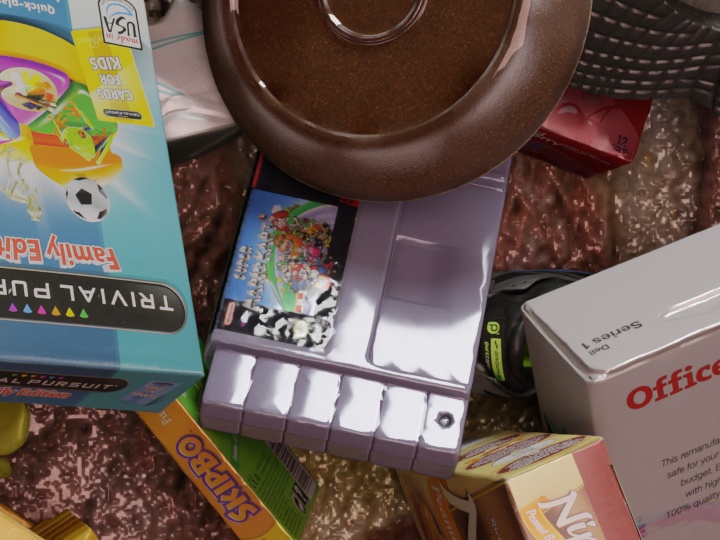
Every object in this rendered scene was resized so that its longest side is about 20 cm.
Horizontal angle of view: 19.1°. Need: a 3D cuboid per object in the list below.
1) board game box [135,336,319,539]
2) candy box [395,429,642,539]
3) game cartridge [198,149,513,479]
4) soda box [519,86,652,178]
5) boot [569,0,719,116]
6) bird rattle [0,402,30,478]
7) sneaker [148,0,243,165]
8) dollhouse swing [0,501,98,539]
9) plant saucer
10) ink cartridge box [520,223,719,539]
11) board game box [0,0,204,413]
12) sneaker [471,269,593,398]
[{"bbox_3d":[-0.095,0.051,1.057,0.030,0.096,0.200,-35,97,11],"label":"board game box"},{"bbox_3d":[0.083,0.140,1.040,0.055,0.200,0.115,-22,92,-13],"label":"candy box"},{"bbox_3d":[0.000,0.000,1.054,0.130,0.038,0.200,14,55,-3],"label":"game cartridge"},{"bbox_3d":[0.051,-0.113,1.109,0.200,0.070,0.063,20,81,-11],"label":"soda box"},{"bbox_3d":[0.150,-0.141,1.091,0.200,0.131,0.068,18,124,-13],"label":"boot"},{"bbox_3d":[-0.239,0.019,1.002,0.200,0.163,0.113,14,67,-21],"label":"bird rattle"},{"bbox_3d":[-0.157,-0.081,1.069,0.200,0.070,0.080,-16,84,-19],"label":"sneaker"},{"bbox_3d":[-0.243,0.104,0.969,0.182,0.200,0.176,-34,94,-12],"label":"dollhouse swing"},{"bbox_3d":[0.010,-0.133,1.021,0.200,0.032,0.200,-2,85,21],"label":"plant saucer"},{"bbox_3d":[0.174,0.087,1.078,0.145,0.084,0.200,-22,123,-12],"label":"ink cartridge box"},{"bbox_3d":[-0.158,-0.041,0.953,0.151,0.047,0.200,6,61,-35],"label":"board game box"},{"bbox_3d":[0.052,0.031,1.096,0.200,0.083,0.071,-5,93,-12],"label":"sneaker"}]
